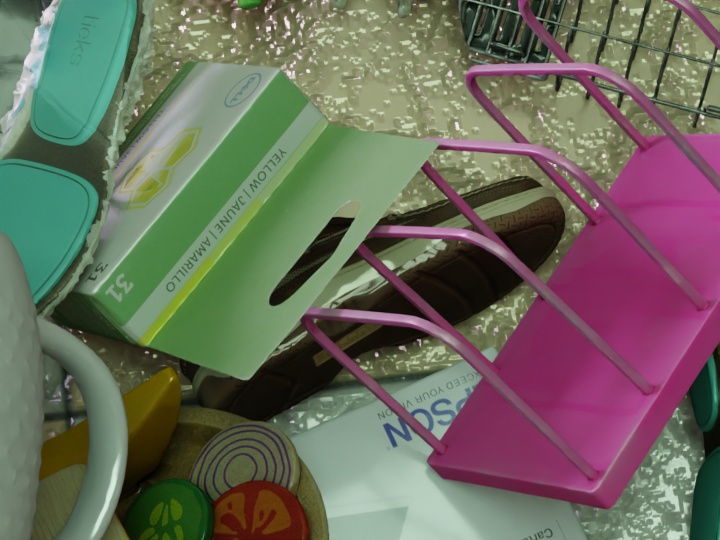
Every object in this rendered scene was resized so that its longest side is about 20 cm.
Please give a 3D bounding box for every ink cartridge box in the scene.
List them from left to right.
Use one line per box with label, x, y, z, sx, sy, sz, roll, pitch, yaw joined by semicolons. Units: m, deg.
ink cartridge box;-0.068;-0.028;1.260;0.048;0.200;0.146;45;74;-24
ink cartridge box;0.017;0.164;1.271;0.199;0.041;0.201;-24;74;-8

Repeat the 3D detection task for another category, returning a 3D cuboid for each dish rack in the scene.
dish rack;0.153;-0.141;1.365;0.199;0.055;0.154;16;71;7

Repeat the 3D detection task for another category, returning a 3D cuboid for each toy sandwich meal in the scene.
toy sandwich meal;-0.114;0.130;1.210;0.204;0.070;0.206;-11;50;13

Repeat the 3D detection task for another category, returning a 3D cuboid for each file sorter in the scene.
file sorter;0.087;-0.017;1.215;0.125;0.139;0.200;43;71;-25

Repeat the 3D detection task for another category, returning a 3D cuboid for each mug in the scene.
mug;-0.182;0.070;1.123;0.199;0.147;0.176;16;79;-38

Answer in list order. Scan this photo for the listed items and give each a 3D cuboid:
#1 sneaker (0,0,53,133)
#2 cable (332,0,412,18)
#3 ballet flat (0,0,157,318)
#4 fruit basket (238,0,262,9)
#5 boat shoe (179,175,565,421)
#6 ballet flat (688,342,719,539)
sneaker;-0.185;-0.150;1.359;0.099;0.071;0.201;-27;80;-11
cable;0.029;-0.217;1.402;0.097;0.050;0.201;-3;52;33
ballet flat;-0.141;-0.045;1.267;0.071;0.072;0.201;20;70;6
fruit basket;-0.079;-0.241;1.343;0.214;0.156;0.216;-6;50;7
boat shoe;0.000;-0.003;1.310;0.202;0.075;0.075;-26;59;-14
ballet flat;0.190;0.085;1.290;0.072;0.068;0.201;2;67;-8
